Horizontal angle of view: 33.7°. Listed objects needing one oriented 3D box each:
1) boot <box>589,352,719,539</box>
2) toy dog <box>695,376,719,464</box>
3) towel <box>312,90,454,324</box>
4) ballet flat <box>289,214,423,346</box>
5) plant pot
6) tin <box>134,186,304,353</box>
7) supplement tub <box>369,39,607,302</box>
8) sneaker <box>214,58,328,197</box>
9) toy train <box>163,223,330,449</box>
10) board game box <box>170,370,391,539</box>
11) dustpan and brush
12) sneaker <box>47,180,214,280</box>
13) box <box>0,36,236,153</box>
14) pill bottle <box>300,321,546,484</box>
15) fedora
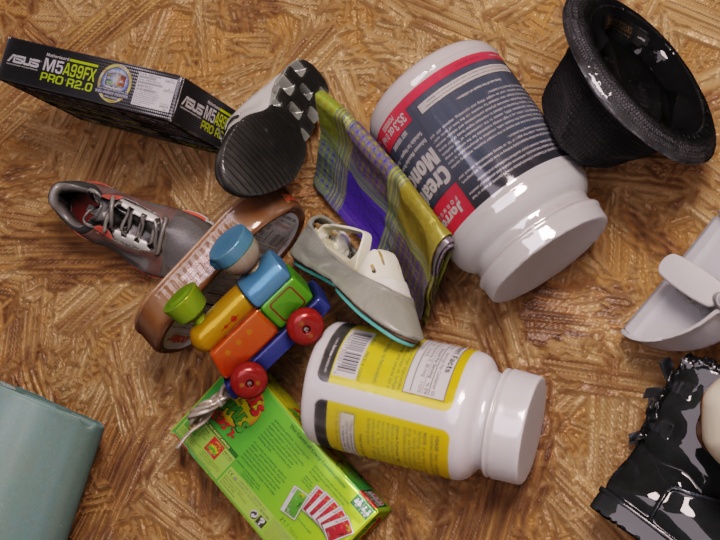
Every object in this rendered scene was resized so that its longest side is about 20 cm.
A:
[{"bbox_3d":[0.306,0.178,0.993,0.197,0.073,0.163,33,87,18],"label":"boot"},{"bbox_3d":[0.361,0.118,0.921,0.198,0.140,0.196,9,97,-4],"label":"toy dog"},{"bbox_3d":[0.015,-0.057,1.086,0.023,0.144,0.201,-30,68,-20],"label":"towel"},{"bbox_3d":[0.000,0.000,1.079,0.200,0.067,0.064,36,101,50],"label":"ballet flat"},{"bbox_3d":[-0.351,0.212,1.142,0.199,0.200,0.198,20,80,19],"label":"plant pot"},{"bbox_3d":[-0.132,0.001,1.135,0.200,0.112,0.042,-46,70,7],"label":"tin"},{"bbox_3d":[0.112,-0.088,1.055,0.140,0.140,0.201,-36,72,9],"label":"supplement tub"},{"bbox_3d":[-0.098,-0.118,1.122,0.088,0.200,0.074,-27,110,34],"label":"sneaker"},{"bbox_3d":[-0.133,0.061,1.067,0.200,0.085,0.116,-43,111,5],"label":"toy train"},{"bbox_3d":[-0.076,0.188,1.123,0.102,0.048,0.200,-46,72,6],"label":"board game box"},{"bbox_3d":[0.287,0.021,0.960,0.140,0.057,0.200,-51,27,5],"label":"dustpan and brush"},{"bbox_3d":[-0.230,-0.040,1.189,0.198,0.082,0.078,17,87,20],"label":"sneaker"},{"bbox_3d":[-0.228,-0.167,1.168,0.198,0.160,0.045,15,88,20],"label":"box"},{"bbox_3d":[0.057,0.120,1.056,0.198,0.114,0.116,12,85,19],"label":"pill bottle"},{"bbox_3d":[0.216,-0.145,1.022,0.092,0.200,0.202,-43,70,35],"label":"fedora"}]
